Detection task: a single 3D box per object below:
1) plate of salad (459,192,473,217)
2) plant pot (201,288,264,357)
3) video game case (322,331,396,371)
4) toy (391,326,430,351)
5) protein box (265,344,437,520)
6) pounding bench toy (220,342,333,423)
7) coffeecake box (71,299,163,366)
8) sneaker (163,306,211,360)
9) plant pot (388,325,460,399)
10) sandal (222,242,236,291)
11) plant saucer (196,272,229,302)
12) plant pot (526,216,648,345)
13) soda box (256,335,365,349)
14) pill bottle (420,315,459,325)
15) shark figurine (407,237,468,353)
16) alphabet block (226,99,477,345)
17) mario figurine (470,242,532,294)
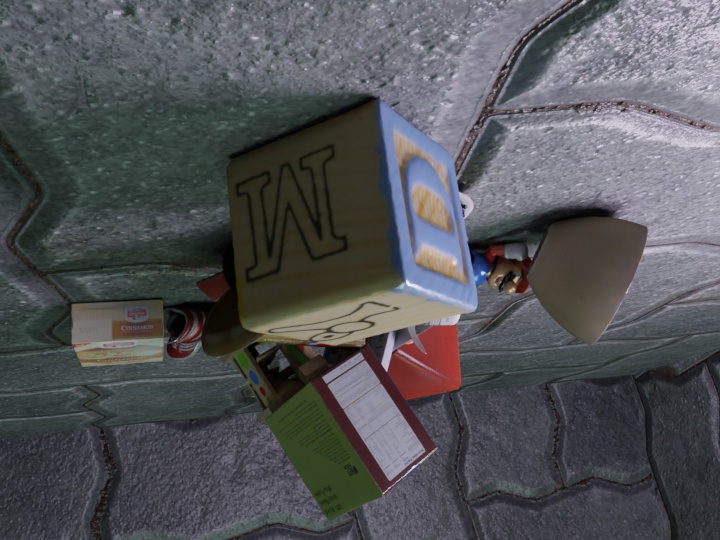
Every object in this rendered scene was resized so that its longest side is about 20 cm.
[{"bbox_3d":[0.059,-0.064,1.046,0.198,0.049,0.200,-7,163,-2],"label":"plate of salad"},{"bbox_3d":[-0.151,0.042,1.083,0.199,0.201,0.028,-19,117,35],"label":"plant pot"},{"bbox_3d":[-0.011,0.159,1.374,0.018,0.144,0.199,29,153,-29],"label":"video game case"},{"bbox_3d":[0.081,0.094,1.350,0.047,0.116,0.200,29,131,-26],"label":"toy"},{"bbox_3d":[-0.020,0.267,1.243,0.134,0.201,0.199,-28,170,-38],"label":"protein box"},{"bbox_3d":[-0.139,0.143,1.324,0.124,0.157,0.200,-29,170,-34],"label":"pounding bench toy"},{"bbox_3d":[-0.438,0.116,1.388,0.152,0.074,0.200,-2,163,-16],"label":"coffeecake box"},{"bbox_3d":[-0.345,0.119,1.445,0.112,0.072,0.199,3,154,-45],"label":"sneaker"},{"bbox_3d":[0.064,0.134,1.500,0.199,0.202,0.176,-18,151,32],"label":"plant pot"},{"bbox_3d":[-0.129,-0.023,1.063,0.045,0.076,0.199,-4,164,-45],"label":"sandal"},{"bbox_3d":[-0.140,0.026,1.287,0.199,0.037,0.199,-19,161,35],"label":"plant saucer"},{"bbox_3d":[0.339,-0.003,1.190,0.133,0.202,0.200,24,167,9],"label":"plant pot"},{"bbox_3d":[-0.093,0.083,1.207,0.198,0.065,0.068,6,165,-9],"label":"soda box"},{"bbox_3d":[0.038,0.020,1.066,0.198,0.114,0.113,0,164,-1],"label":"pill bottle"},{"bbox_3d":[0.079,0.037,1.173,0.127,0.090,0.216,4,132,-15],"label":"shark figurine"},{"bbox_3d":[-0.008,-0.038,0.839,0.198,0.198,0.195,-16,161,27],"label":"alphabet block"},{"bbox_3d":[0.205,0.008,1.252,0.198,0.107,0.123,3,174,-21],"label":"mario figurine"}]
